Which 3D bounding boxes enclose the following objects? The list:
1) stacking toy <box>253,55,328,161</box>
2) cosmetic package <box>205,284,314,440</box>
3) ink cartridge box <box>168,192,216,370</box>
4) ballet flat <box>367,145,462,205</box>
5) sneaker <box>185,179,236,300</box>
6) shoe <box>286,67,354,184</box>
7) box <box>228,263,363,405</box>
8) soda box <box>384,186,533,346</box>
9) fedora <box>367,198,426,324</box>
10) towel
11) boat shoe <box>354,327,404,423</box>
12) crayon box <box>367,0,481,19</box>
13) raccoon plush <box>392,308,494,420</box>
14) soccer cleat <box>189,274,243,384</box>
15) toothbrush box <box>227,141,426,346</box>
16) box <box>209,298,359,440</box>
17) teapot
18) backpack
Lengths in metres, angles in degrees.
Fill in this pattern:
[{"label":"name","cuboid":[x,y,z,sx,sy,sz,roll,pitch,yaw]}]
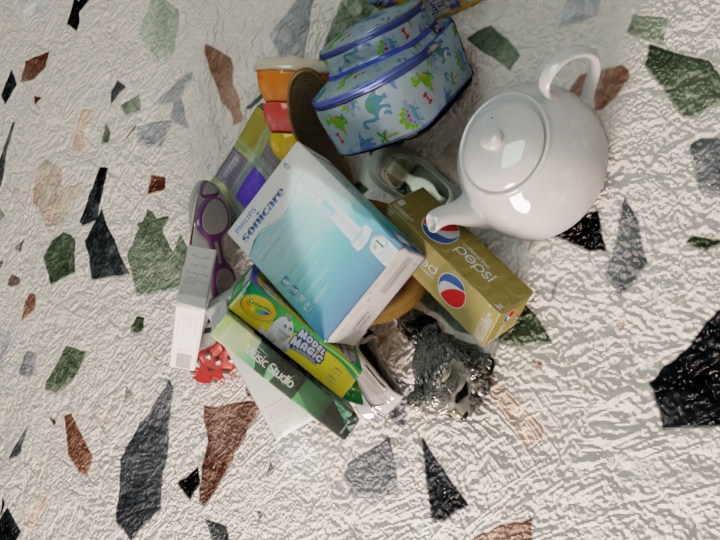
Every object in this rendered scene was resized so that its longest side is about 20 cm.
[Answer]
[{"label":"stacking toy","cuboid":[-0.092,-0.206,1.263,0.144,0.145,0.205,11,100,39]},{"label":"cosmetic package","cuboid":[-0.112,0.106,1.141,0.111,0.081,0.203,-26,99,0]},{"label":"ink cartridge box","cuboid":[-0.235,0.020,1.223,0.201,0.044,0.180,116,161,-58]},{"label":"ballet flat","cuboid":[0.068,-0.123,1.144,0.199,0.069,0.070,38,103,37]},{"label":"sneaker","cuboid":[-0.252,-0.039,1.357,0.098,0.074,0.205,-8,87,46]},{"label":"shoe","cuboid":[-0.059,-0.191,1.199,0.068,0.203,0.054,-19,33,-3]},{"label":"box","cuboid":[-0.068,0.079,1.042,0.049,0.199,0.117,-48,11,4]},{"label":"soda box","cuboid":[0.112,-0.008,1.045,0.200,0.067,0.065,46,141,22]},{"label":"fedora","cuboid":[0.000,0.000,1.139,0.195,0.082,0.205,-3,60,4]},{"label":"towel","cuboid":[-0.176,-0.156,1.371,0.201,0.023,0.144,-53,54,16]},{"label":"boat shoe","cuboid":[-0.004,0.103,1.155,0.065,0.073,0.202,-39,68,18]},{"label":"crayon box","cuboid":[0.112,-0.395,1.131,0.197,0.125,0.053,-18,69,34]},{"label":"raccoon plush","cuboid":[0.070,0.114,1.044,0.198,0.133,0.098,30,99,38]},{"label":"soccer cleat","cuboid":[-0.208,0.094,1.310,0.086,0.067,0.202,-88,23,-51]},{"label":"toothbrush box","cuboid":[-0.043,-0.031,1.038,0.200,0.085,0.147,44,101,23]},{"label":"box","cuboid":[-0.094,0.115,1.030,0.037,0.199,0.144,-52,11,-2]},{"label":"teapot","cuboid":[0.188,-0.140,1.003,0.194,0.145,0.205,-3,77,37]},{"label":"backpack","cuboid":[0.030,-0.246,1.094,0.180,0.149,0.201,-15,27,34]}]
